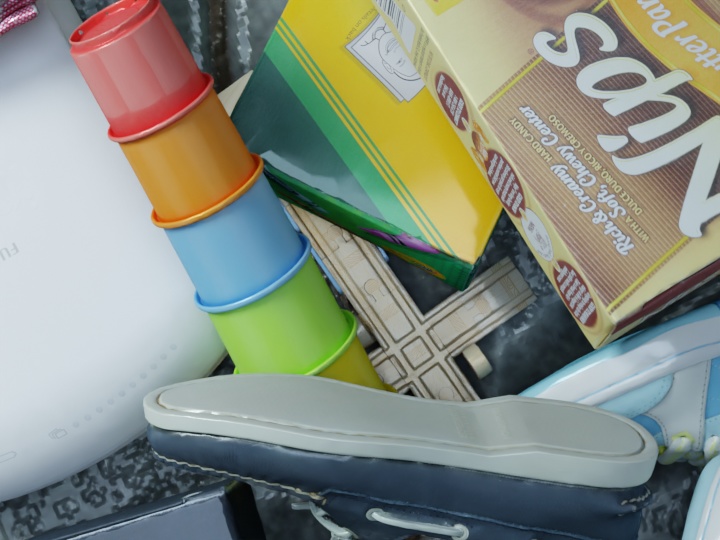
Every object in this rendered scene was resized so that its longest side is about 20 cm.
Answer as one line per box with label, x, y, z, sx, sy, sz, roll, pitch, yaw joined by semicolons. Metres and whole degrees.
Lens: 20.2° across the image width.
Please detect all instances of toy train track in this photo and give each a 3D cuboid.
toy train track;0.000;0.000;0.874;0.114;0.033;0.201;-35;85;-1

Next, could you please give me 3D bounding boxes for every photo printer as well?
photo printer;-0.158;-0.008;0.860;0.166;0.069;0.201;-29;86;0

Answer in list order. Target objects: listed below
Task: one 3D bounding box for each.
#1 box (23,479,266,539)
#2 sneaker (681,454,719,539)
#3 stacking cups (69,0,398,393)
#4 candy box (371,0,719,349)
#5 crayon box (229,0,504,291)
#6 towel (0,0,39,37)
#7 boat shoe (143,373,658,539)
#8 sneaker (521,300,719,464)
box;-0.093;0.202;0.828;0.147;0.107;0.202;-16;87;1
sneaker;0.109;0.159;0.812;0.130;0.079;0.202;13;98;45
stacking cups;-0.052;-0.016;0.807;0.060;0.061;0.201;-27;110;0
candy box;0.089;-0.086;0.792;0.115;0.055;0.201;-30;81;-8
crayon box;0.036;-0.108;0.854;0.118;0.058;0.201;26;80;3
towel;-0.232;-0.114;0.845;0.199;0.030;0.147;-27;44;2
boat shoe;0.014;0.079;0.776;0.198;0.075;0.062;5;108;-10
sneaker;0.166;0.076;0.834;0.199;0.080;0.131;-19;85;-1
